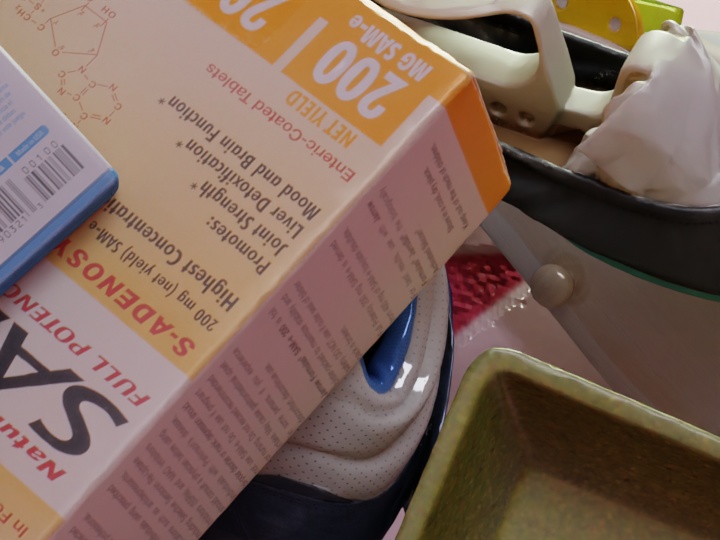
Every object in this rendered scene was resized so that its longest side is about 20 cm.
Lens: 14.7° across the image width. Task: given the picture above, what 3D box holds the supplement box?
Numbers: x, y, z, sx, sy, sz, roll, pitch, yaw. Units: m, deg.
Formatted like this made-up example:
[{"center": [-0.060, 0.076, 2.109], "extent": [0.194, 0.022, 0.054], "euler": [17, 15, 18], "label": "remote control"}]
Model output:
[{"center": [-0.074, 0.001, 0.742], "extent": [0.126, 0.074, 0.200], "euler": [37, 79, 24], "label": "supplement box"}]

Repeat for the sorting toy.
[{"center": [0.130, -0.032, 0.964], "extent": [0.200, 0.107, 0.180], "euler": [52, 34, 17], "label": "sorting toy"}]

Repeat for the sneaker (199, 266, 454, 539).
[{"center": [0.000, 0.000, 0.854], "extent": [0.081, 0.147, 0.200], "euler": [17, 48, -3], "label": "sneaker"}]

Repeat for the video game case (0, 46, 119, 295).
[{"center": [-0.179, -0.048, 0.695], "extent": [0.143, 0.018, 0.200], "euler": [-42, 86, -10], "label": "video game case"}]

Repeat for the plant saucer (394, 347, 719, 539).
[{"center": [0.084, 0.147, 0.743], "extent": [0.200, 0.048, 0.200], "euler": [23, 90, -1], "label": "plant saucer"}]

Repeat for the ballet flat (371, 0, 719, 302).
[{"center": [0.061, -0.047, 0.828], "extent": [0.200, 0.068, 0.068], "euler": [20, 54, 9], "label": "ballet flat"}]
